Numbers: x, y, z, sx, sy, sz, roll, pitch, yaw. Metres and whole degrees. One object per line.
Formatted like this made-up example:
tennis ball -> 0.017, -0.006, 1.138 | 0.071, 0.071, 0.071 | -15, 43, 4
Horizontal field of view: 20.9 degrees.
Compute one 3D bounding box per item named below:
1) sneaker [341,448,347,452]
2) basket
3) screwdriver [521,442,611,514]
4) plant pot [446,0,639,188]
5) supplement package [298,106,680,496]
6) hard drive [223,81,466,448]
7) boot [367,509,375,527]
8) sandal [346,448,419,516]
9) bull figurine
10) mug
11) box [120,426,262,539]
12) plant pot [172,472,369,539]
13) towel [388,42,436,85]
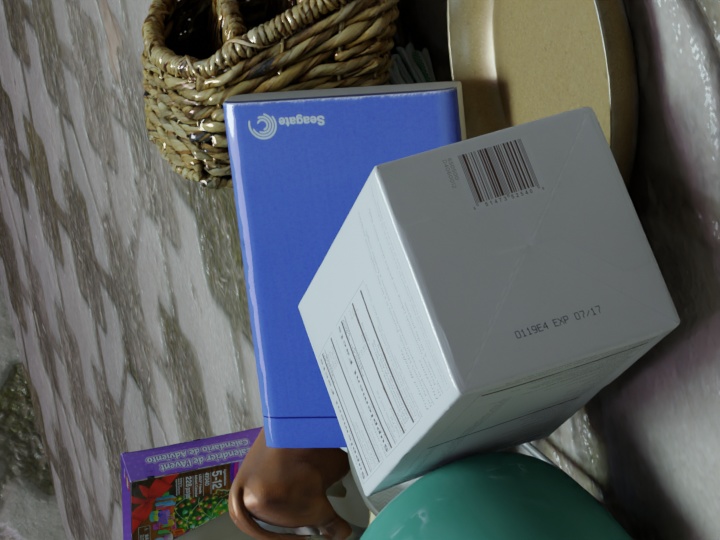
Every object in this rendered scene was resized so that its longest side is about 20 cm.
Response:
sneaker -> -0.018, 0.020, 1.244 | 0.071, 0.073, 0.201 | 111, 142, -62
basket -> -0.060, -0.151, 1.170 | 0.200, 0.142, 0.150 | -105, 18, -62
screwdriver -> 0.097, 0.098, 1.085 | 0.200, 0.029, 0.028 | -148, 50, -61
plant pot -> 0.092, -0.100, 0.971 | 0.200, 0.027, 0.202 | 169, 90, -73
supplement package -> 0.052, 0.021, 0.935 | 0.200, 0.113, 0.110 | 123, 129, -67
hard drive -> 0.000, 0.000, 1.082 | 0.025, 0.131, 0.202 | -49, -46, -68
boot -> 0.057, 0.206, 1.195 | 0.156, 0.072, 0.201 | -126, 35, -54
sandal -> 0.008, 0.058, 1.156 | 0.081, 0.054, 0.202 | -21, 71, 36
bull figurine -> -0.020, 0.110, 1.290 | 0.121, 0.201, 0.065 | 47, 141, -20
mug -> 0.063, 0.179, 0.986 | 0.114, 0.151, 0.186 | 46, 147, 40
box -> -0.142, 0.232, 1.742 | 0.039, 0.136, 0.201 | -118, 23, -45
plant pot -> -0.071, 0.255, 1.463 | 0.200, 0.172, 0.202 | 168, 90, -74
towel -> 0.027, -0.028, 1.219 | 0.200, 0.030, 0.150 | 113, 144, -61
